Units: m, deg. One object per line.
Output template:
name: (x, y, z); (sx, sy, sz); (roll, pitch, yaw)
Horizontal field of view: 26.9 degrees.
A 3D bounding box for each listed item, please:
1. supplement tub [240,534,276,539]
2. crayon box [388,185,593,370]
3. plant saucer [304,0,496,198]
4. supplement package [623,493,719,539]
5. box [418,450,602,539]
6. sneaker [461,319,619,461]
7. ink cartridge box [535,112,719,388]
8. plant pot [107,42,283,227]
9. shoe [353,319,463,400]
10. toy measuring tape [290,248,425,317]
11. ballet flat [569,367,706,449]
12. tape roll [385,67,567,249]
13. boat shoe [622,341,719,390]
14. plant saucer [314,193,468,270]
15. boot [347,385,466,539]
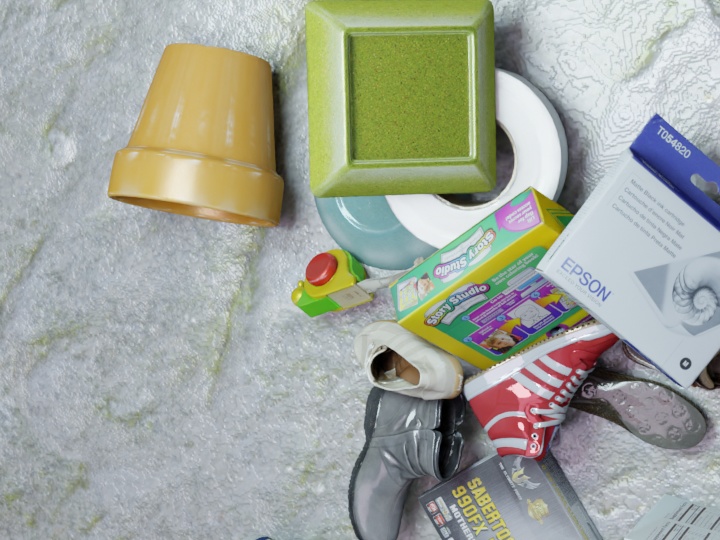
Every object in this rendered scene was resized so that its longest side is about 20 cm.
supplement tub: (-0.068, 0.411, 1.793); (0.199, 0.145, 0.146); (16, 106, 24)
crayon box: (0.161, 0.017, 1.590); (0.200, 0.172, 0.059); (-36, 44, 27)
plant saucer: (0.047, -0.176, 1.530); (0.198, 0.048, 0.201); (-3, 96, -10)
supplement package: (0.376, 0.346, 1.548); (0.199, 0.150, 0.153); (13, 105, 25)
box: (0.181, 0.304, 1.700); (0.158, 0.048, 0.201); (-33, 84, 29)
sneaker: (0.210, 0.129, 1.588); (0.199, 0.071, 0.113); (-30, 78, 29)
ink cartridge box: (0.309, -0.019, 1.493); (0.199, 0.041, 0.200); (37, 89, -11)
plant pot: (-0.178, -0.158, 1.734); (0.199, 0.200, 0.184); (8, 87, 26)
shoe: (0.040, 0.099, 1.685); (0.200, 0.053, 0.070); (17, 110, 58)
toy measuring tape: (0.000, 0.000, 1.722); (0.199, 0.073, 0.074); (-19, 90, 34)
ballet flat: (0.278, 0.140, 1.627); (0.199, 0.046, 0.068); (16, 98, 19)
tape roll: (0.121, -0.119, 1.618); (0.201, 0.071, 0.204); (2, 97, 13)
boat shoe: (0.361, 0.088, 1.553); (0.199, 0.072, 0.073); (13, 105, 25)
plant saucer: (0.025, -0.097, 1.713); (0.200, 0.039, 0.202); (6, 102, 26)
boot: (0.054, 0.226, 1.698); (0.131, 0.070, 0.201); (5, 92, 51)
